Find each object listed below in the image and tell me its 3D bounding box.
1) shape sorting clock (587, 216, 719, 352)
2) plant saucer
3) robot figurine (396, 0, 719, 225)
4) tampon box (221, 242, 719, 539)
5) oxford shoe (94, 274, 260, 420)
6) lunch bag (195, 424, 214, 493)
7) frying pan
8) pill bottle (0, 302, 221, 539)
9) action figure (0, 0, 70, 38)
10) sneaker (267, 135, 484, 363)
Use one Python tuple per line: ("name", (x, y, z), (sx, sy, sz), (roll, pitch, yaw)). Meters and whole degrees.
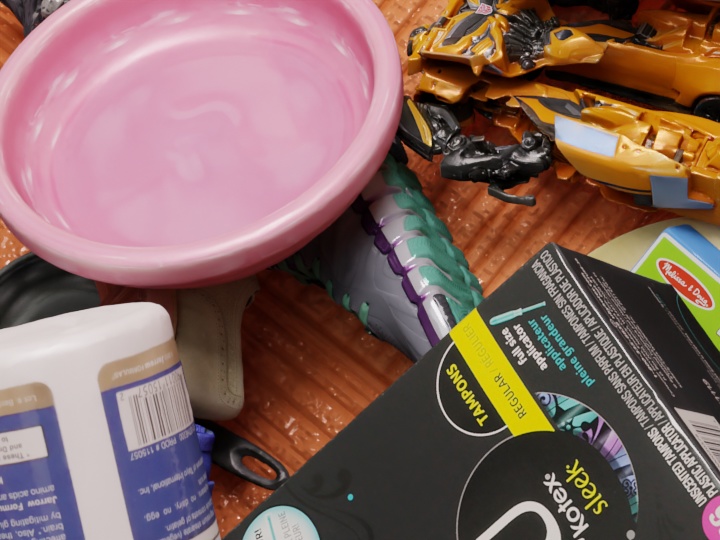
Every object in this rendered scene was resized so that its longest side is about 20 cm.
("shape sorting clock", (0.152, 0.072, 0.979), (0.199, 0.039, 0.202), (-8, 73, 27))
("plant saucer", (-0.076, -0.064, 1.013), (0.199, 0.051, 0.202), (-7, 48, 8))
("robot figurine", (0.112, -0.090, 1.025), (0.199, 0.058, 0.145), (18, 54, 20))
("tampon box", (0.073, 0.115, 0.914), (0.200, 0.126, 0.150), (-44, 62, 18))
("oxford shoe", (-0.089, -0.008, 1.066), (0.071, 0.073, 0.201), (-41, 35, 38))
("lunch bag", (-0.175, 0.138, 1.009), (0.198, 0.127, 0.172), (11, 88, 11))
("frying pan", (-0.112, 0.046, 1.078), (0.188, 0.031, 0.116), (4, 74, 16))
("pill bottle", (-0.112, 0.122, 0.909), (0.110, 0.111, 0.202), (-11, 95, 14))
("action figure", (-0.127, -0.177, 1.127), (0.118, 0.102, 0.201), (32, 81, 13))
("sneaker", (0.000, 0.000, 1.046), (0.087, 0.074, 0.201), (-35, 53, 14))
